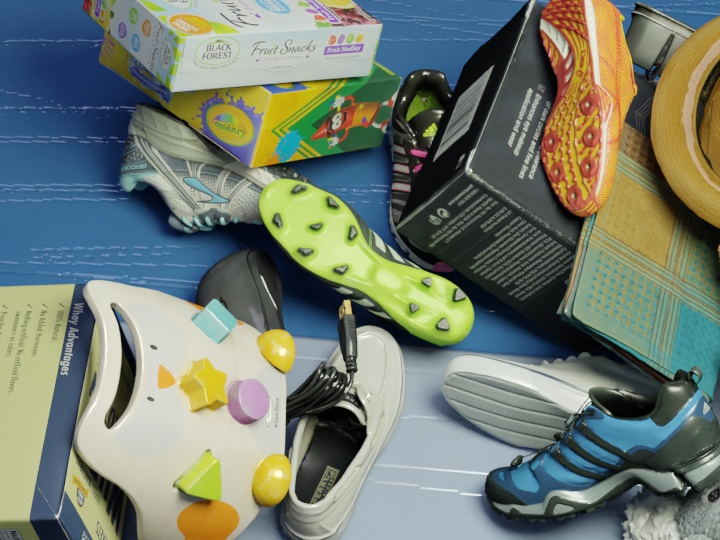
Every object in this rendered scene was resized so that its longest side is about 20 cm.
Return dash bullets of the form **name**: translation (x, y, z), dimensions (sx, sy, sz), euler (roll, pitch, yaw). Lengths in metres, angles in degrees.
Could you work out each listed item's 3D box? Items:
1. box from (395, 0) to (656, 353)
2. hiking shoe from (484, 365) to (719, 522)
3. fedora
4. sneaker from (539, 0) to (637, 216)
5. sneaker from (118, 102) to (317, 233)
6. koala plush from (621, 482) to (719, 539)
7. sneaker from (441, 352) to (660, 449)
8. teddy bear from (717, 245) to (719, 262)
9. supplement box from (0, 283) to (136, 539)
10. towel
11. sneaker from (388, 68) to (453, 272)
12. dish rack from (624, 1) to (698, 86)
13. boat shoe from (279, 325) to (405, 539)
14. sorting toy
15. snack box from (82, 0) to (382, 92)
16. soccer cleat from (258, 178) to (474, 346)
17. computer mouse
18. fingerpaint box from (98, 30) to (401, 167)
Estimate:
- **box**: translation (0.162, -0.074, 1.426), dimensions (0.200, 0.117, 0.197), euler (33, 53, -13)
- **hiking shoe**: translation (0.175, 0.126, 1.296), dimensions (0.199, 0.087, 0.074), euler (-18, 9, 29)
- **fedora**: translation (0.319, -0.107, 1.349), dimensions (0.200, 0.082, 0.201), euler (-5, 67, 12)
- **sneaker**: translation (0.184, -0.130, 1.352), dimensions (0.077, 0.073, 0.201), euler (23, 59, -32)
- **sneaker**: translation (-0.115, -0.065, 1.480), dimensions (0.200, 0.078, 0.087), euler (27, 100, 19)
- **koala plush**: translation (0.279, 0.218, 1.253), dimensions (0.177, 0.184, 0.200), euler (-6, 32, -10)
- **sneaker**: translation (0.162, 0.099, 1.379), dimensions (0.199, 0.073, 0.071), euler (17, 44, -1)
- **teddy bear**: translation (0.314, 0.060, 1.346), dimensions (0.067, 0.201, 0.145), euler (-17, 17, 19)
- **supplement box**: translation (-0.278, 0.128, 1.267), dimensions (0.199, 0.134, 0.201), euler (-2, 53, 8)
- **towel**: translation (0.229, -0.006, 1.349), dimensions (0.146, 0.022, 0.200), euler (33, 52, -18)
- **sneaker**: translation (0.060, -0.092, 1.498), dimensions (0.073, 0.088, 0.200), euler (-2, 53, -5)
- **dish rack**: translation (0.291, -0.163, 1.504), dimensions (0.153, 0.200, 0.055), euler (29, 95, 7)
- **boat shoe**: translation (-0.014, 0.115, 1.352), dimensions (0.072, 0.066, 0.200), euler (19, 55, 11)
- **sorting toy**: translation (-0.140, 0.090, 1.257), dimensions (0.107, 0.180, 0.201), euler (-15, 63, 31)
- **snack box**: translation (-0.102, -0.204, 1.418), dimensions (0.199, 0.053, 0.142), euler (-10, 38, -38)
- **soccer cleat**: translation (0.000, 0.000, 1.412), dimensions (0.200, 0.081, 0.068), euler (35, 73, 2)
- **computer mouse**: translation (-0.071, 0.039, 1.373), dimensions (0.140, 0.046, 0.200), euler (-26, 46, 21)
- **fingerpaint box**: translation (-0.095, -0.173, 1.504), dimensions (0.200, 0.074, 0.167), euler (36, 31, 32)
